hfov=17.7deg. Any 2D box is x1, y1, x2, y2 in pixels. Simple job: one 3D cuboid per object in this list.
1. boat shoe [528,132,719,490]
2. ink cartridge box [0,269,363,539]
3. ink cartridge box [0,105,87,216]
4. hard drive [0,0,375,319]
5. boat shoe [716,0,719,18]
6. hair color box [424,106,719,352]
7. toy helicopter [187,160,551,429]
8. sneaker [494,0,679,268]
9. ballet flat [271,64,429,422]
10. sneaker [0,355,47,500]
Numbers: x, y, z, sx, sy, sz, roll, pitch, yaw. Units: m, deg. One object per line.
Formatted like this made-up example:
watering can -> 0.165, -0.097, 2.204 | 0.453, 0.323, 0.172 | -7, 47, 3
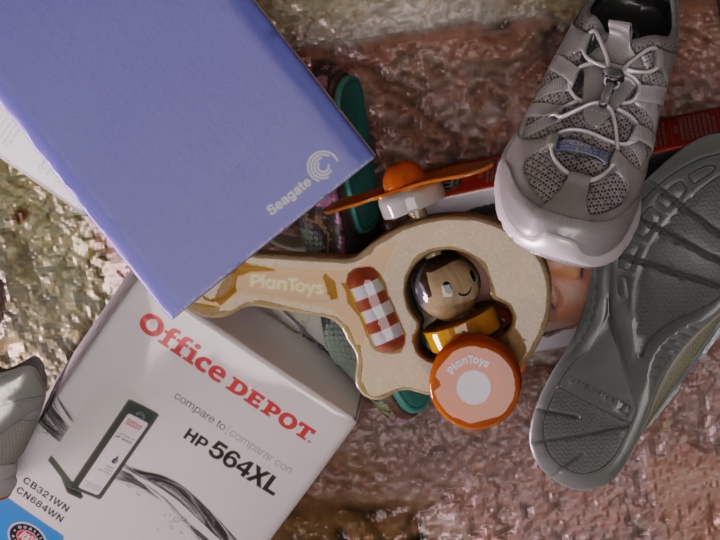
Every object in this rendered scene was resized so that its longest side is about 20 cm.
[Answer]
boat shoe -> 0.154, 0.020, 1.199 | 0.074, 0.065, 0.203 | 28, 105, 14
ink cartridge box -> -0.110, 0.102, 1.296 | 0.146, 0.084, 0.200 | 33, 109, -6
ink cartridge box -> -0.196, -0.130, 1.231 | 0.200, 0.050, 0.109 | 35, 94, -7
hard drive -> -0.105, -0.095, 1.157 | 0.132, 0.025, 0.200 | -38, 94, 5
boat shoe -> 0.180, -0.194, 1.176 | 0.073, 0.075, 0.201 | -22, 104, 12
hair color box -> 0.136, -0.020, 1.245 | 0.199, 0.061, 0.102 | -12, 108, 10
toy helicopter -> 0.000, 0.000, 1.195 | 0.199, 0.079, 0.133 | 6, 106, 7
sneaker -> 0.114, -0.086, 1.148 | 0.074, 0.201, 0.082 | 14, 137, 4
ballet flat -> -0.015, -0.012, 1.265 | 0.071, 0.069, 0.201 | -8, 105, 26
sneaker -> -0.251, 0.036, 1.256 | 0.199, 0.076, 0.092 | 32, 100, 11
